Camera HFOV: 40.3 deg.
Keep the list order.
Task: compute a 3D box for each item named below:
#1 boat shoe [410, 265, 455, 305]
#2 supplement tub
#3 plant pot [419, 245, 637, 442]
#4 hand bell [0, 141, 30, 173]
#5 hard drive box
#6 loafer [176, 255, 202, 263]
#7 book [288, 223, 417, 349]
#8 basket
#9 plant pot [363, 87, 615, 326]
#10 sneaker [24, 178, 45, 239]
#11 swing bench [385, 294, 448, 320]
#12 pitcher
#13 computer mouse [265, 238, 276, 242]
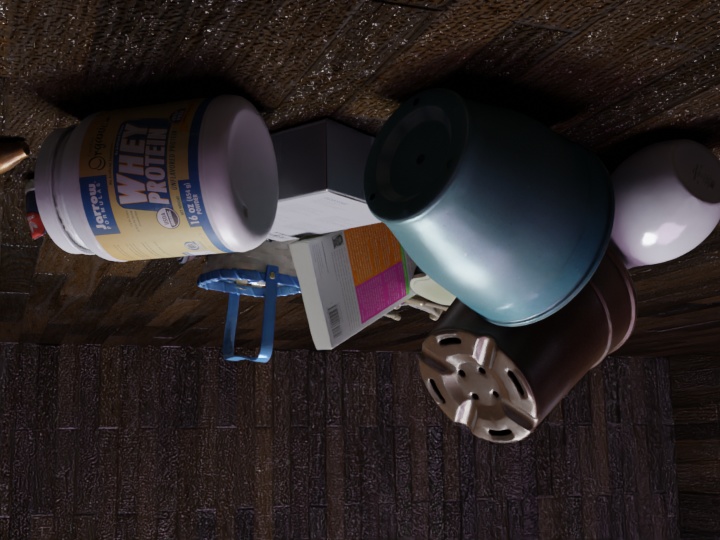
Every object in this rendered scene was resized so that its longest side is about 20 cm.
[{"bbox_3d":[0.108,-0.011,1.235,0.073,0.067,0.200,20,163,7],"label":"boat shoe"},{"bbox_3d":[-0.191,-0.084,0.936,0.196,0.148,0.144,-4,169,17],"label":"supplement tub"},{"bbox_3d":[0.179,0.072,1.098,0.199,0.202,0.198,-12,-156,48],"label":"plant pot"},{"bbox_3d":[-0.446,-0.101,1.057,0.197,0.106,0.104,-15,168,10],"label":"hand bell"},{"bbox_3d":[-0.065,-0.094,1.090,0.197,0.078,0.155,-8,168,36],"label":"hard drive box"},{"bbox_3d":[-0.214,-0.055,1.327,0.062,0.073,0.200,-2,168,-17],"label":"loafer"},{"bbox_3d":[0.000,0.000,1.242,0.047,0.136,0.199,-3,-164,38],"label":"book"},{"bbox_3d":[-0.148,0.024,1.353,0.137,0.204,0.176,13,172,-25],"label":"basket"},{"bbox_3d":[0.109,-0.074,0.945,0.187,0.203,0.198,27,154,-37],"label":"plant pot"},{"bbox_3d":[-0.322,-0.061,1.227,0.197,0.086,0.075,6,168,-34],"label":"sneaker"},{"bbox_3d":[0.049,0.007,1.509,0.197,0.132,0.198,-6,169,29],"label":"swing bench"},{"bbox_3d":[0.325,-0.077,1.125,0.120,0.173,0.200,30,143,-9],"label":"pitcher"},{"bbox_3d":[-0.063,-0.058,1.292,0.197,0.045,0.109,5,-163,-33],"label":"computer mouse"}]
